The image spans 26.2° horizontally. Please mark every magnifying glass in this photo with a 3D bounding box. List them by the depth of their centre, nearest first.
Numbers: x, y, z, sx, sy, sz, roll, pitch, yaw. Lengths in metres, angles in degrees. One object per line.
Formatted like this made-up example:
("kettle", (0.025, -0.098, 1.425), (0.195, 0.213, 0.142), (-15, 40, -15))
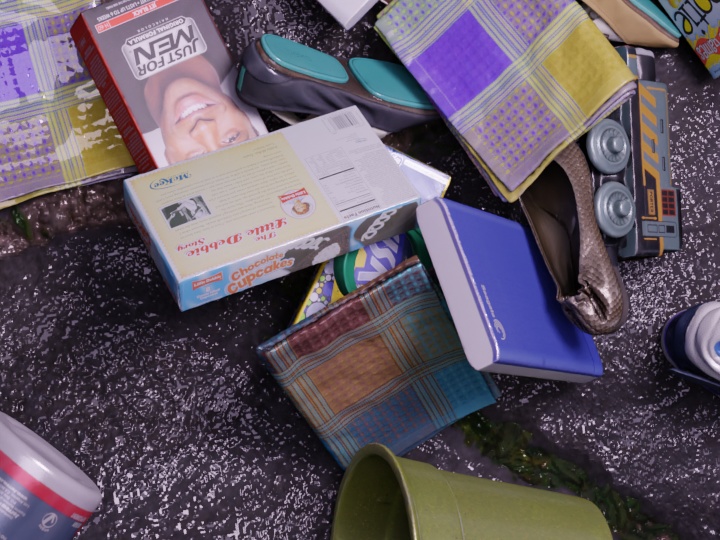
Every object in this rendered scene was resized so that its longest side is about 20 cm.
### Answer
("magnifying glass", (0.061, 0.007, 1.254), (0.200, 0.022, 0.080), (15, 92, -35))

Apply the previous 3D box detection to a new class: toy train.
("toy train", (0.211, -0.096, 1.291), (0.114, 0.085, 0.200), (2, 82, -37))

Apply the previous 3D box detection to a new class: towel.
("towel", (0.019, 0.083, 1.219), (0.147, 0.200, 0.022), (-31, 48, 2))
("towel", (0.111, -0.171, 1.226), (0.144, 0.023, 0.200), (-41, 73, 21))
("towel", (-0.268, -0.156, 1.269), (0.143, 0.023, 0.200), (-12, 89, -7))

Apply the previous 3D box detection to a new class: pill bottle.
("pill bottle", (-0.306, 0.219, 1.200), (0.120, 0.120, 0.200), (38, 85, -4))

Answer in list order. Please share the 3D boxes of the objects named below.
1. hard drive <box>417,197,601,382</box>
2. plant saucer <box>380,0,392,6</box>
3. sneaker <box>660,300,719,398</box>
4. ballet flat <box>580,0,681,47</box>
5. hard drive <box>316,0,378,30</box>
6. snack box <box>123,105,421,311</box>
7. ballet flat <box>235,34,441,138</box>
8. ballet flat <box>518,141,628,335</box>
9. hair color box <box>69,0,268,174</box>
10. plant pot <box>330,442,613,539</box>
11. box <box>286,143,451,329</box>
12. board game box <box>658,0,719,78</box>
("hard drive", (0.121, 0.019, 1.214), (0.025, 0.200, 0.132), (-28, 71, 25))
("plant saucer", (0.072, -0.305, 1.312), (0.200, 0.032, 0.201), (0, 88, -6))
("sneaker", (0.349, 0.090, 1.271), (0.200, 0.146, 0.081), (29, 85, -5))
("ballet flat", (0.185, -0.237, 1.298), (0.200, 0.069, 0.063), (36, 112, -26))
("hard drive", (-0.035, -0.313, 1.273), (0.132, 0.025, 0.200), (-45, 81, 3))
("snack box", (-0.067, -0.051, 1.182), (0.200, 0.037, 0.116), (-19, 51, -17))
("ballet flat", (-0.018, -0.142, 1.267), (0.200, 0.073, 0.073), (9, 86, -36))
("ballet flat", (0.156, -0.039, 1.227), (0.046, 0.067, 0.200), (2, 61, -37))
("hair color box", (-0.144, -0.130, 1.252), (0.101, 0.061, 0.200), (-28, 93, -21))
("plant pot", (0.094, 0.239, 1.230), (0.190, 0.200, 0.200), (3, 87, -19))
("box", (0.000, 0.000, 1.274), (0.070, 0.064, 0.200), (26, 85, -5))
("board game box", (0.296, -0.281, 1.290), (0.103, 0.105, 0.200), (-37, 93, -25))
